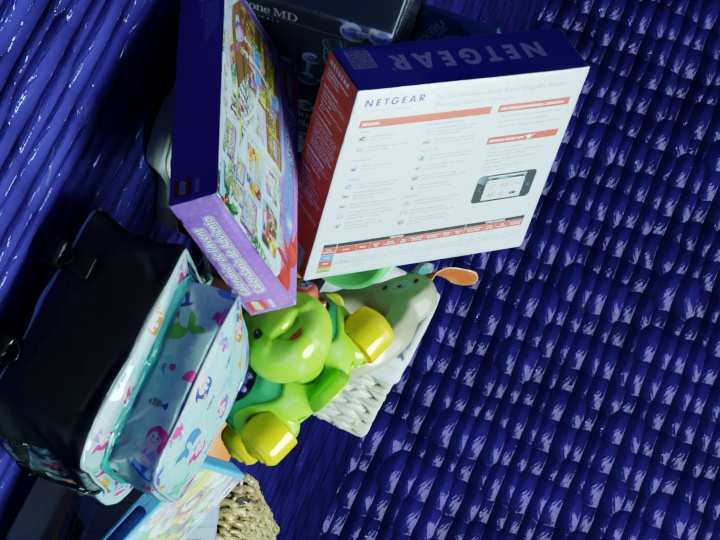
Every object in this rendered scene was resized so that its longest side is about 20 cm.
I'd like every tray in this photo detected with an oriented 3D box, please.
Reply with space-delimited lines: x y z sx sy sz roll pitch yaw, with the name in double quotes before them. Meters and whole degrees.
"tray" -0.246 0.216 1.574 0.201 0.022 0.108 99 15 -57

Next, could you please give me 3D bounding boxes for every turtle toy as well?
"turtle toy" -0.057 0.063 1.469 0.146 0.101 0.200 -46 -173 -14

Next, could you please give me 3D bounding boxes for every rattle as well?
"rattle" 0.000 0.000 1.676 0.199 0.144 0.130 -33 -167 -21

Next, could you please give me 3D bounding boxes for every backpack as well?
"backpack" -0.162 0.072 1.350 0.200 0.149 0.179 107 8 -73

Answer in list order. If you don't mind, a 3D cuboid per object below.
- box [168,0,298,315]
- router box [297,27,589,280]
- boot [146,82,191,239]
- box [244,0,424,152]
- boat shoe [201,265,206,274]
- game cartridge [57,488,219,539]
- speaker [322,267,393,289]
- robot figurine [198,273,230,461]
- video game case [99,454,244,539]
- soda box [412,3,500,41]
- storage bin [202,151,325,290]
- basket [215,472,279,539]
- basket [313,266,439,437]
"box" -0.085 -0.090 1.369 0.137 0.039 0.202 56 26 -50
"router box" 0.053 -0.086 1.458 0.198 0.049 0.181 -8 136 -29
"boot" -0.085 -0.066 1.493 0.073 0.143 0.201 -58 167 -23
"box" -0.035 -0.184 1.501 0.201 0.147 0.108 96 13 -62
"boat shoe" -0.136 0.065 1.772 0.062 0.071 0.201 98 12 -50
"game cartridge" -0.187 0.244 1.569 0.132 0.041 0.202 0 120 -42
"speaker" 0.019 -0.064 1.643 0.200 0.088 0.089 -56 165 -55
"robot figurine" -0.144 0.088 1.601 0.117 0.142 0.202 -106 -148 -64
"video game case" -0.175 0.216 1.472 0.200 0.018 0.143 -46 167 0
"soda box" 0.076 -0.160 1.584 0.200 0.064 0.069 6 102 -85
"storage bin" -0.069 -0.068 1.701 0.136 0.093 0.201 -59 164 -27
"basket" -0.167 0.259 1.772 0.200 0.141 0.150 78 29 -69
"basket" -0.042 0.056 1.955 0.136 0.198 0.124 -60 173 -50
